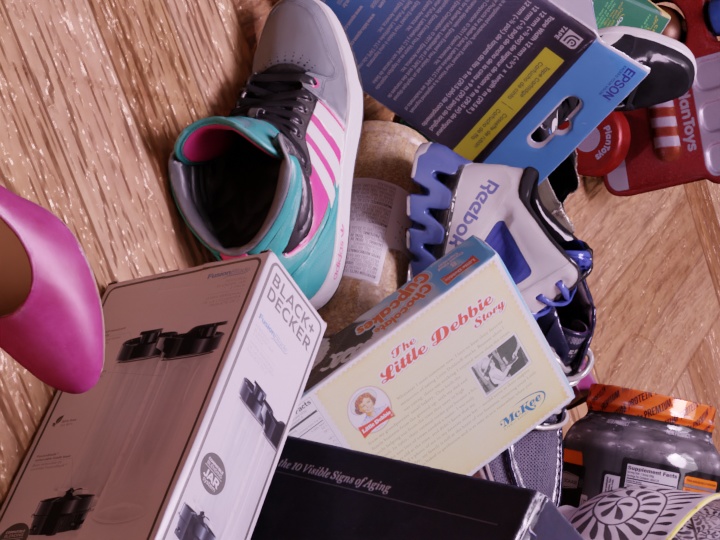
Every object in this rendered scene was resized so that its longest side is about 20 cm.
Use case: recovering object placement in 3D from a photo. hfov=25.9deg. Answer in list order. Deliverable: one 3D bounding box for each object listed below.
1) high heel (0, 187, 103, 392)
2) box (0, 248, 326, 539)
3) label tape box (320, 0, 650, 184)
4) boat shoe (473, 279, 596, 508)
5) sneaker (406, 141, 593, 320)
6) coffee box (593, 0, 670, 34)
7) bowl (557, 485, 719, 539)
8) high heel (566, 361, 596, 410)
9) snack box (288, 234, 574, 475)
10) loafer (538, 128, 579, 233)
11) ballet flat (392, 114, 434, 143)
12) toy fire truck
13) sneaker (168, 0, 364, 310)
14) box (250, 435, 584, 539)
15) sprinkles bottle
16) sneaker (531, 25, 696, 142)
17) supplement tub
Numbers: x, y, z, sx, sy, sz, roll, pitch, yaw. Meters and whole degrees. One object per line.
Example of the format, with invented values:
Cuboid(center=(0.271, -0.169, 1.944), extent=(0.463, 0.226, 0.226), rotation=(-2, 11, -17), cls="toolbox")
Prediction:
Cuboid(center=(-0.186, -0.019, 0.688), extent=(0.201, 0.067, 0.096), rotation=(64, 23, -13), cls="high heel")
Cuboid(center=(-0.101, 0.090, 0.768), extent=(0.060, 0.116, 0.201), rotation=(53, 40, -35), cls="box")
Cuboid(center=(0.071, -0.157, 1.014), extent=(0.199, 0.143, 0.066), rotation=(32, 45, -10), cls="label tape box")
Cuboid(center=(0.116, 0.078, 1.045), extent=(0.074, 0.092, 0.202), rotation=(-6, 80, -42), cls="boat shoe")
Cuboid(center=(0.088, 0.022, 0.978), extent=(0.081, 0.114, 0.201), rotation=(-17, 108, -73), cls="sneaker")
Cuboid(center=(0.152, -0.235, 1.253), extent=(0.199, 0.044, 0.123), rotation=(9, 29, -50), cls="coffee box")
Cuboid(center=(0.155, 0.215, 1.031), extent=(0.200, 0.094, 0.202), rotation=(-39, 143, -36), cls="bowl")
Cuboid(center=(0.108, 0.066, 1.170), extent=(0.199, 0.067, 0.096), rotation=(-11, 68, -48), cls="high heel")
Cuboid(center=(0.018, 0.084, 0.914), extent=(0.199, 0.037, 0.117), rotation=(-35, 119, -7), cls="snack box")
Cuboid(center=(0.142, -0.080, 1.229), extent=(0.075, 0.069, 0.201), rotation=(51, 31, -38), cls="loafer")
Cuboid(center=(0.069, -0.039, 1.134), extent=(0.072, 0.067, 0.201), rotation=(-73, 144, -68), cls="ballet flat")
Cuboid(center=(0.260, -0.165, 1.365), extent=(0.112, 0.167, 0.202), rotation=(3, 79, -57), cls="toy fire truck")
Cuboid(center=(-0.059, -0.083, 0.925), extent=(0.121, 0.083, 0.202), rotation=(29, 58, -62), cls="sneaker")
Cuboid(center=(-0.004, 0.202, 0.768), extent=(0.124, 0.199, 0.198), rotation=(47, 61, -42), cls="box")
Cuboid(center=(0.000, 0.000, 1.000), extent=(0.068, 0.068, 0.201), rotation=(46, 44, -41), cls="sprinkles bottle")
Cuboid(center=(0.158, -0.125, 1.176), extent=(0.073, 0.198, 0.112), rotation=(96, -4, -45), cls="sneaker")
Cuboid(center=(0.200, 0.192, 1.168), extent=(0.122, 0.122, 0.202), rotation=(19, 81, -54), cls="supplement tub")
